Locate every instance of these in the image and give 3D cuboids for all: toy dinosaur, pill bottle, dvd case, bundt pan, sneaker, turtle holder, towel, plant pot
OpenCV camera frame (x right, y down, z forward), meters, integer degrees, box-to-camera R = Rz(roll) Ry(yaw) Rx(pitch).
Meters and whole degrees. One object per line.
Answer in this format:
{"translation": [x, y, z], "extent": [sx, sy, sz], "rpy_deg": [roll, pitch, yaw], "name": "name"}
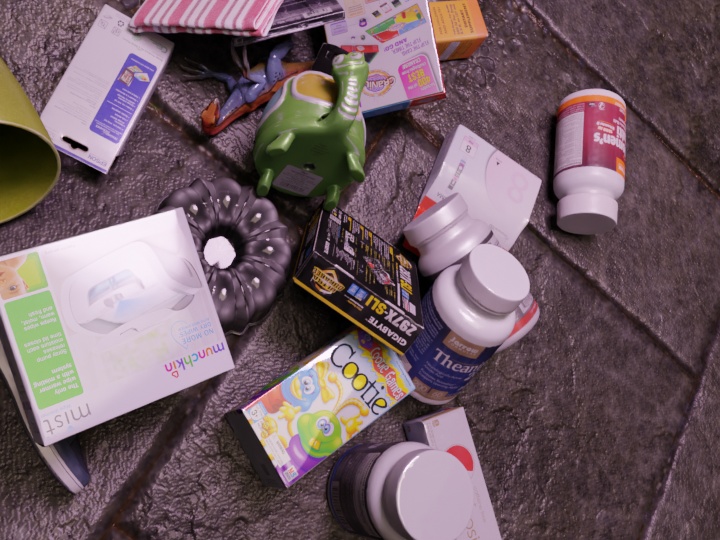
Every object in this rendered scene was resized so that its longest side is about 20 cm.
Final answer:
{"translation": [-0.132, -0.241, 0.938], "extent": [0.197, 0.104, 0.185], "rpy_deg": [27, 78, -21], "name": "toy dinosaur"}
{"translation": [0.358, -0.168, 1.123], "extent": [0.107, 0.109, 0.206], "rpy_deg": [13, 72, -19], "name": "pill bottle"}
{"translation": [0.148, 0.005, 0.980], "extent": [0.115, 0.115, 0.202], "rpy_deg": [-37, 97, -26], "name": "pill bottle"}
{"translation": [-0.122, -0.365, 0.940], "extent": [0.145, 0.016, 0.202], "rpy_deg": [-18, 51, -13], "name": "dvd case"}
{"translation": [-0.171, -0.024, 0.879], "extent": [0.197, 0.076, 0.208], "rpy_deg": [6, 74, -22], "name": "bundt pan"}
{"translation": [-0.302, 0.122, 0.785], "extent": [0.144, 0.077, 0.206], "rpy_deg": [-25, 87, -23], "name": "sneaker"}
{"translation": [-0.060, -0.174, 0.858], "extent": [0.137, 0.187, 0.135], "rpy_deg": [2, 63, 0], "name": "turtle holder"}
{"translation": [0.121, 0.066, 0.881], "extent": [0.108, 0.202, 0.113], "rpy_deg": [16, 43, -16], "name": "pill bottle"}
{"translation": [-0.178, -0.340, 0.895], "extent": [0.195, 0.030, 0.149], "rpy_deg": [9, 54, 21], "name": "towel"}
{"translation": [0.043, 0.258, 0.833], "extent": [0.111, 0.199, 0.117], "rpy_deg": [6, 75, -22], "name": "pill bottle"}
{"translation": [-0.439, -0.176, 0.758], "extent": [0.183, 0.188, 0.203], "rpy_deg": [-18, 70, -25], "name": "plant pot"}

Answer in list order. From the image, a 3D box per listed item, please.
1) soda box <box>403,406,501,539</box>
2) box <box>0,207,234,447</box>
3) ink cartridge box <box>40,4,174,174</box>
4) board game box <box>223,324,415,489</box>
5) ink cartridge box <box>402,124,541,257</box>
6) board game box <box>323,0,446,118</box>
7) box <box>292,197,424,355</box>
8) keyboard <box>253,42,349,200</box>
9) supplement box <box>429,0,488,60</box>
{"translation": [0.122, 0.287, 0.937], "extent": [0.067, 0.063, 0.205], "rpy_deg": [-13, 82, -25], "name": "soda box"}
{"translation": [-0.255, 0.055, 0.730], "extent": [0.196, 0.096, 0.181], "rpy_deg": [-18, 90, -32], "name": "box"}
{"translation": [-0.314, -0.219, 0.883], "extent": [0.098, 0.039, 0.204], "rpy_deg": [27, 67, -16], "name": "ink cartridge box"}
{"translation": [-0.050, 0.158, 0.871], "extent": [0.198, 0.105, 0.105], "rpy_deg": [-32, 91, -27], "name": "board game box"}
{"translation": [0.168, -0.088, 1.057], "extent": [0.160, 0.057, 0.204], "rpy_deg": [30, 63, -14], "name": "ink cartridge box"}
{"translation": [0.027, -0.322, 0.984], "extent": [0.149, 0.040, 0.206], "rpy_deg": [-10, 91, 11], "name": "board game box"}
{"translation": [0.000, 0.000, 0.890], "extent": [0.158, 0.201, 0.050], "rpy_deg": [36, 109, -13], "name": "box"}
{"translation": [-0.075, -0.207, 0.960], "extent": [0.103, 0.039, 0.204], "rpy_deg": [26, 91, -29], "name": "keyboard"}
{"translation": [0.090, -0.355, 1.076], "extent": [0.195, 0.069, 0.068], "rpy_deg": [-15, 82, -22], "name": "supplement box"}
